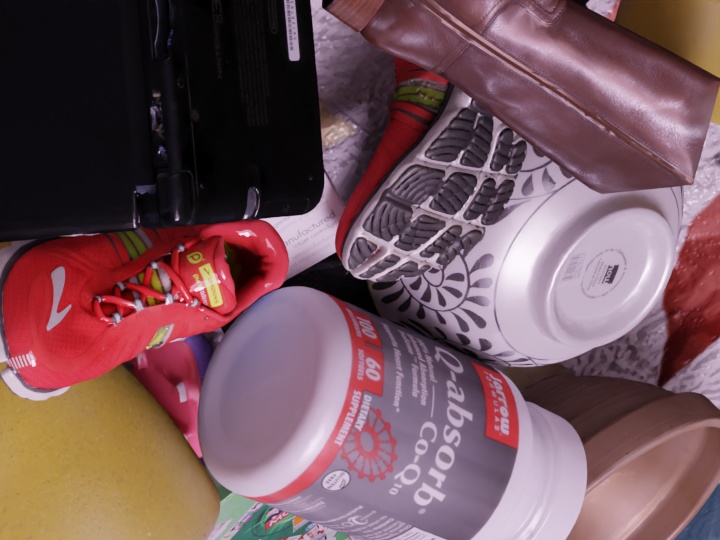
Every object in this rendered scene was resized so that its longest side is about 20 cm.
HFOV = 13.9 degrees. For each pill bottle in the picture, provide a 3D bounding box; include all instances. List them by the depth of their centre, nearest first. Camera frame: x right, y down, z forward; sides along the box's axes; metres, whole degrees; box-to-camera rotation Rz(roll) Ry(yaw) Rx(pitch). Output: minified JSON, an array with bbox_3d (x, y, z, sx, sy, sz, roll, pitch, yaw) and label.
[{"bbox_3d":[0.020,0.092,1.597,0.200,0.116,0.116,23,116,-37],"label":"pill bottle"}]

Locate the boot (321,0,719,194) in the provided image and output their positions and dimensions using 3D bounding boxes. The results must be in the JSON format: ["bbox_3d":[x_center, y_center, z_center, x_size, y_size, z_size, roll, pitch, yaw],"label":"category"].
[{"bbox_3d":[0.109,-0.126,1.407,0.200,0.064,0.186,33,138,-16],"label":"boot"}]

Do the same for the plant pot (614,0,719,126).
[{"bbox_3d":[0.249,-0.170,1.519,0.201,0.201,0.189,5,111,-30],"label":"plant pot"}]

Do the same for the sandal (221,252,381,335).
[{"bbox_3d":[0.000,0.000,1.649,0.200,0.045,0.075,-18,142,-32],"label":"sandal"}]

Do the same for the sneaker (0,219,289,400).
[{"bbox_3d":[-0.105,0.006,1.420,0.085,0.077,0.200,-13,-173,33],"label":"sneaker"}]

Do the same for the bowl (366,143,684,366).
[{"bbox_3d":[0.110,-0.019,1.613,0.201,0.094,0.201,-21,131,-27],"label":"bowl"}]

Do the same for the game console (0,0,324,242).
[{"bbox_3d":[-0.118,-0.119,1.415,0.176,0.116,0.200,-7,94,-53],"label":"game console"}]

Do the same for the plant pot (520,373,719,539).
[{"bbox_3d":[0.120,0.129,1.759,0.201,0.093,0.201,-33,154,-19],"label":"plant pot"}]

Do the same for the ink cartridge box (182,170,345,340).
[{"bbox_3d":[-0.094,-0.068,1.515,0.115,0.068,0.200,-31,136,1],"label":"ink cartridge box"}]

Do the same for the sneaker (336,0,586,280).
[{"bbox_3d":[0.045,-0.087,1.532,0.077,0.085,0.200,27,96,-45],"label":"sneaker"}]

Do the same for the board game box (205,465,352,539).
[{"bbox_3d":[-0.101,0.184,1.670,0.200,0.029,0.135,-38,142,-8],"label":"board game box"}]

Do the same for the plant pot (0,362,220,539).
[{"bbox_3d":[-0.191,0.096,1.548,0.200,0.200,0.142,-23,111,-6],"label":"plant pot"}]

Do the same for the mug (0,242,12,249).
[{"bbox_3d":[-0.241,0.009,1.451,0.187,0.150,0.153,27,138,-36],"label":"mug"}]

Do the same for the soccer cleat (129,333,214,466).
[{"bbox_3d":[-0.086,0.097,1.680,0.076,0.067,0.200,-32,138,-28],"label":"soccer cleat"}]
